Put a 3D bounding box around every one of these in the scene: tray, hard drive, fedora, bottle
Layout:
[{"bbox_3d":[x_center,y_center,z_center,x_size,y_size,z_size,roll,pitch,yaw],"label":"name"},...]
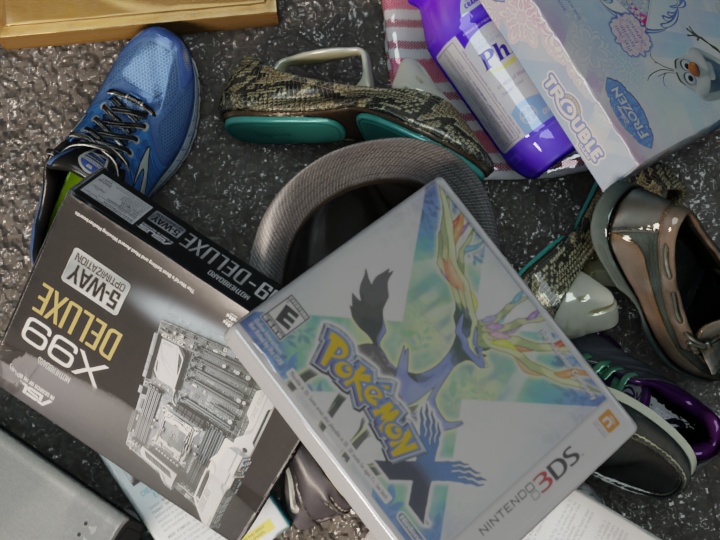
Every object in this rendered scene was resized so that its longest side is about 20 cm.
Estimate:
[{"bbox_3d":[-0.161,-0.218,1.127,0.198,0.037,0.100,-5,83,-2],"label":"tray"},{"bbox_3d":[-0.253,0.176,1.042,0.199,0.033,0.140,28,84,28],"label":"hard drive"},{"bbox_3d":[0.000,0.000,1.052,0.175,0.090,0.202,-17,113,-15],"label":"fedora"},{"bbox_3d":[0.087,-0.163,1.077,0.083,0.065,0.201,-33,86,-19],"label":"bottle"}]

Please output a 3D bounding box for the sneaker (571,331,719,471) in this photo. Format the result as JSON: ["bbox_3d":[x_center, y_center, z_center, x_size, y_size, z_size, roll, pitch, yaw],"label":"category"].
[{"bbox_3d":[0.158,0.070,1.065,0.198,0.088,0.075,25,83,3],"label":"sneaker"}]

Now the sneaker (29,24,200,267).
[{"bbox_3d":[-0.167,-0.075,1.082,0.078,0.089,0.202,22,83,1],"label":"sneaker"}]

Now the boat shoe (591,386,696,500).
[{"bbox_3d":[0.119,0.103,1.008,0.199,0.072,0.068,26,45,-6],"label":"boat shoe"}]

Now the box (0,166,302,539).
[{"bbox_3d":[-0.120,0.055,0.996,0.199,0.050,0.158,34,120,3],"label":"box"}]

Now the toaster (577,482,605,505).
[{"bbox_3d":[0.078,0.203,1.038,0.198,0.114,0.131,0,79,-2],"label":"toaster"}]

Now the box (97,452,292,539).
[{"bbox_3d":[-0.134,0.113,1.078,0.082,0.049,0.201,-34,84,-4],"label":"box"}]

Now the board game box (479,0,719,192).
[{"bbox_3d":[0.178,-0.176,1.068,0.198,0.043,0.201,-26,82,-40],"label":"board game box"}]

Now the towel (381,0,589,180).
[{"bbox_3d":[0.089,-0.163,1.124,0.145,0.030,0.202,-5,83,0],"label":"towel"}]

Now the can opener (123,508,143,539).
[{"bbox_3d":[-0.138,0.229,1.067,0.200,0.079,0.063,44,46,2],"label":"can opener"}]

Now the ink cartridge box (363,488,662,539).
[{"bbox_3d":[0.092,0.203,0.960,0.199,0.050,0.162,30,75,4],"label":"ink cartridge box"}]

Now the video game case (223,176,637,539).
[{"bbox_3d":[0.046,0.067,0.938,0.182,0.022,0.201,-36,85,-31],"label":"video game case"}]

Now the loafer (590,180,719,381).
[{"bbox_3d":[0.217,0.018,1.026,0.063,0.200,0.072,12,66,45],"label":"loafer"}]

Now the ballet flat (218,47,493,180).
[{"bbox_3d":[0.000,-0.115,1.081,0.198,0.068,0.076,11,74,17],"label":"ballet flat"}]

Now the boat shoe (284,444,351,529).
[{"bbox_3d":[-0.072,0.085,1.071,0.063,0.073,0.201,-37,86,17],"label":"boat shoe"}]

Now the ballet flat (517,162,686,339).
[{"bbox_3d":[0.157,-0.005,1.056,0.075,0.068,0.200,30,59,21],"label":"ballet flat"}]
